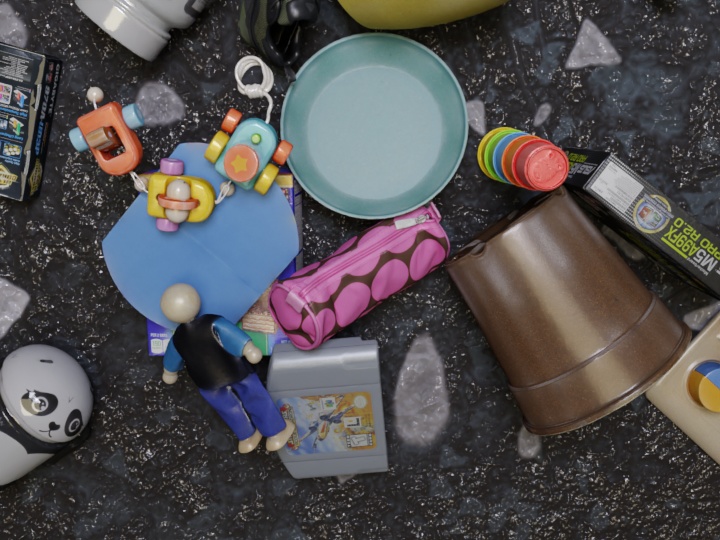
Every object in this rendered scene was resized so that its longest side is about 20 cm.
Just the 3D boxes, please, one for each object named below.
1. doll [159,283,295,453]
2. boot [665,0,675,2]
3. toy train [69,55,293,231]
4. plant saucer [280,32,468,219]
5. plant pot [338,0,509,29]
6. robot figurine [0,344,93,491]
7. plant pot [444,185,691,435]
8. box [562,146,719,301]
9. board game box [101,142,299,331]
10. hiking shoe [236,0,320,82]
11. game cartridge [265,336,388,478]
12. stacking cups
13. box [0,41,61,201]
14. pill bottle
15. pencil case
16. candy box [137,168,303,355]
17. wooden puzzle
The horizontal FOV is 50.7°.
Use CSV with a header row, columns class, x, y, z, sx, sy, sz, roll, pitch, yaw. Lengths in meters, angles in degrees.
class,x,y,z,sx,sy,sz,roll,pitch,yaw
doll,-0.148,0.101,0.782,0.136,0.049,0.201,-11,118,29
boot,0.236,-0.333,0.786,0.131,0.070,0.201,-35,88,10
toy train,-0.165,-0.115,0.705,0.198,0.056,0.151,-18,107,5
plant saucer,0.015,-0.151,0.812,0.198,0.036,0.202,0,83,4
plant pot,0.043,-0.317,0.738,0.141,0.200,0.201,-25,102,32
robot figurine,-0.398,0.172,0.858,0.199,0.150,0.125,-35,87,7
plant pot,0.202,0.032,0.799,0.200,0.200,0.199,-35,93,7
box,0.297,-0.050,0.790,0.199,0.160,0.044,36,98,-7
board game box,-0.159,-0.031,0.783,0.158,0.039,0.200,40,104,-12
hiking shoe,-0.067,-0.288,0.737,0.075,0.101,0.201,-23,147,-28
game cartridge,-0.038,0.162,0.860,0.132,0.042,0.201,-8,127,-2
stacking cups,0.158,-0.107,0.758,0.060,0.200,0.061,0,104,1
box,-0.441,-0.179,0.826,0.198,0.046,0.160,14,102,-3
pill bottle,-0.189,-0.320,0.761,0.113,0.113,0.200,39,99,-7
pencil case,0.000,0.000,0.801,0.199,0.094,0.091,-35,84,-23
candy box,-0.149,-0.011,0.844,0.167,0.077,0.202,0,100,1
wooden puzzle,0.465,0.134,0.885,0.185,0.046,0.200,41,99,-8
